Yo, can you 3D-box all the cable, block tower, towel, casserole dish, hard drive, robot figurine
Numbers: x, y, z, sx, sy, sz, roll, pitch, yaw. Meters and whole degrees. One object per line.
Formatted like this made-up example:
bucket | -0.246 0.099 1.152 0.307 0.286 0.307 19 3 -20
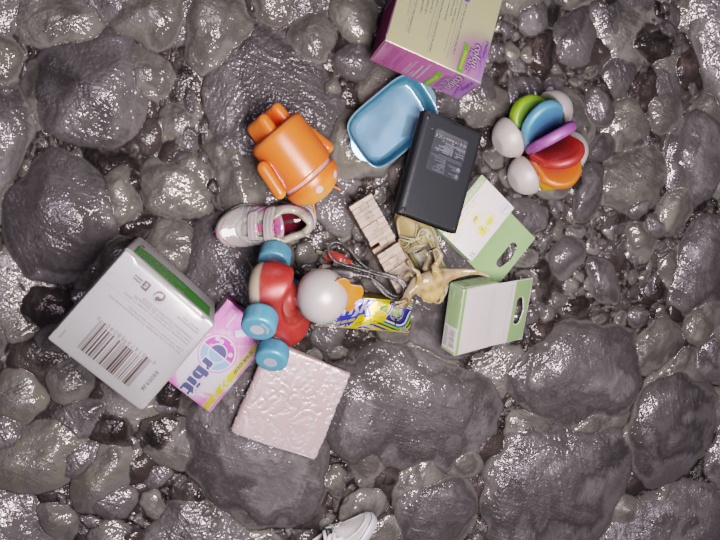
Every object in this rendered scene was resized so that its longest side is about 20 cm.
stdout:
cable | 0.000 0.000 1.242 0.196 0.050 0.099 10 92 -2
block tower | 0.042 -0.055 1.256 0.053 0.058 0.202 -31 107 -6
towel | -0.139 0.263 1.278 0.188 0.032 0.203 23 94 -17
casserole dish | 0.060 -0.290 1.229 0.199 0.039 0.122 -40 106 -4
hard drive | 0.151 -0.188 1.224 0.137 0.033 0.204 16 88 -25
robot figurine | -0.118 -0.206 1.161 0.116 0.144 0.201 -33 106 17

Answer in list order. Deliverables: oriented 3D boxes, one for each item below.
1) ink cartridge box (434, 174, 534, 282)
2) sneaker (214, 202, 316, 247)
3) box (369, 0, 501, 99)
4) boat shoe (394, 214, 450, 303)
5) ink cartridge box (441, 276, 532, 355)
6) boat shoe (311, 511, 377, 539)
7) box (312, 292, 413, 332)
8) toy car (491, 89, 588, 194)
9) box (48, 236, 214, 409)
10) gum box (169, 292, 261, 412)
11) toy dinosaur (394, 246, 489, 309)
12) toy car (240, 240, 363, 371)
ink cartridge box | 0.265 -0.077 1.310 0.199 0.048 0.146 41 88 -14
sneaker | -0.174 -0.088 1.181 0.196 0.088 0.083 -12 102 -11
box | 0.140 -0.450 1.174 0.197 0.097 0.179 18 82 -15
boat shoe | 0.124 -0.031 1.264 0.072 0.063 0.203 -16 109 21
ink cartridge box | 0.266 0.087 1.320 0.197 0.048 0.148 -9 113 -34
boat shoe | -0.056 0.571 1.327 0.199 0.074 0.067 -40 108 -3
box | 0.000 0.079 1.260 0.196 0.070 0.066 5 96 -14
toy car | 0.372 -0.253 1.251 0.173 0.150 0.202 -29 105 -7
box | -0.390 0.086 1.116 0.199 0.171 0.201 43 87 -16
gum box | -0.268 0.151 1.210 0.113 0.066 0.201 40 88 -15
toy dinosaur | 0.141 0.008 1.221 0.197 0.058 0.103 -22 99 -10
toy car | -0.089 0.060 1.125 0.196 0.186 0.179 -2 135 9
